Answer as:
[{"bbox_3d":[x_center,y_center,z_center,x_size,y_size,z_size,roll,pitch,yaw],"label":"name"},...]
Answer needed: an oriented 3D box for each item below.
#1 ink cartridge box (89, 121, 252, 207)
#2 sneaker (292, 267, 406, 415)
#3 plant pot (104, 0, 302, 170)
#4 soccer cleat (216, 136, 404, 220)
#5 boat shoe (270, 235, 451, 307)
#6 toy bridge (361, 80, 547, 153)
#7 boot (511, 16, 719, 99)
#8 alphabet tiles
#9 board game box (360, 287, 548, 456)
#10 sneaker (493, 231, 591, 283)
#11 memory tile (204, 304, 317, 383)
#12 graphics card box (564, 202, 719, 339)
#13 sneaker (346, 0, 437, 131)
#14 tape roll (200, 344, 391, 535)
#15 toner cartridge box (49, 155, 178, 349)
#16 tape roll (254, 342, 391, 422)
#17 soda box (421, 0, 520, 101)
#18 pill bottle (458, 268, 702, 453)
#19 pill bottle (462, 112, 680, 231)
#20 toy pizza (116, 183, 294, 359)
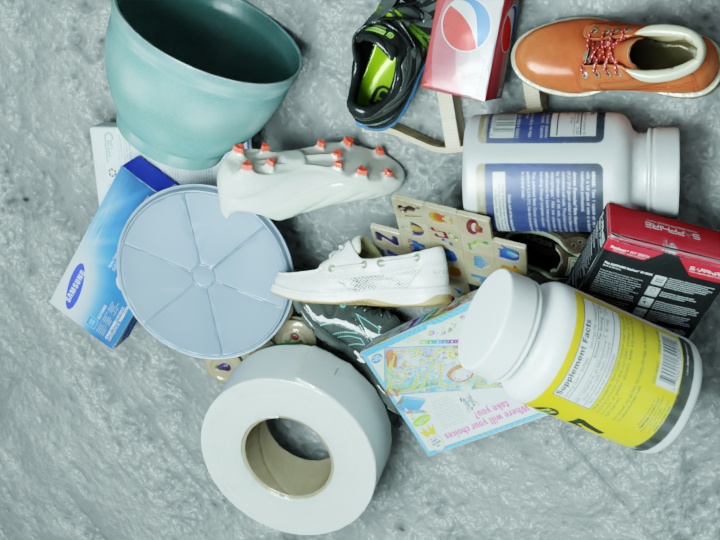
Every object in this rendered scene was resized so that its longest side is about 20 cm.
[{"bbox_3d":[-0.199,-0.066,1.441,0.197,0.041,0.203,4,110,18],"label":"ink cartridge box"},{"bbox_3d":[0.006,0.062,1.391,0.200,0.075,0.079,44,105,-3],"label":"sneaker"},{"bbox_3d":[-0.173,-0.188,1.300,0.199,0.200,0.135,33,120,10],"label":"plant pot"},{"bbox_3d":[-0.052,-0.090,1.317,0.197,0.070,0.078,-1,133,-20],"label":"soccer cleat"},{"bbox_3d":[0.000,0.000,1.294,0.197,0.071,0.071,0,91,25],"label":"boat shoe"},{"bbox_3d":[0.091,-0.154,1.291,0.197,0.027,0.068,-5,107,24],"label":"toy bridge"},{"bbox_3d":[0.225,-0.198,1.166,0.197,0.107,0.076,5,94,22],"label":"boot"},{"bbox_3d":[0.090,-0.010,1.281,0.165,0.008,0.201,15,154,18],"label":"alphabet tiles"},{"bbox_3d":[0.107,0.100,1.281,0.199,0.034,0.135,-27,99,43],"label":"board game box"},{"bbox_3d":[0.223,-0.002,1.259,0.197,0.075,0.072,14,113,19],"label":"sneaker"},{"bbox_3d":[-0.125,0.072,1.444,0.152,0.017,0.201,-20,114,26],"label":"memory tile"},{"bbox_3d":[0.255,0.032,1.214,0.123,0.051,0.201,13,135,-6],"label":"graphics card box"},{"bbox_3d":[0.039,-0.232,1.244,0.070,0.083,0.202,24,98,16],"label":"sneaker"},{"bbox_3d":[-0.068,0.182,1.379,0.199,0.071,0.205,8,119,14],"label":"tape roll"},{"bbox_3d":[-0.263,-0.018,1.432,0.094,0.043,0.201,35,116,4],"label":"toner cartridge box"},{"bbox_3d":[-0.064,0.180,1.446,0.197,0.048,0.203,8,120,13],"label":"tape roll"},{"bbox_3d":[0.114,-0.265,1.206,0.069,0.063,0.203,14,105,19],"label":"soda box"},{"bbox_3d":[0.195,0.079,1.152,0.198,0.115,0.115,23,119,-15],"label":"pill bottle"},{"bbox_3d":[0.200,-0.092,1.211,0.197,0.111,0.113,1,109,13],"label":"pill bottle"},{"bbox_3d":[-0.165,0.001,1.376,0.197,0.032,0.203,4,113,9],"label":"toy pizza"}]
